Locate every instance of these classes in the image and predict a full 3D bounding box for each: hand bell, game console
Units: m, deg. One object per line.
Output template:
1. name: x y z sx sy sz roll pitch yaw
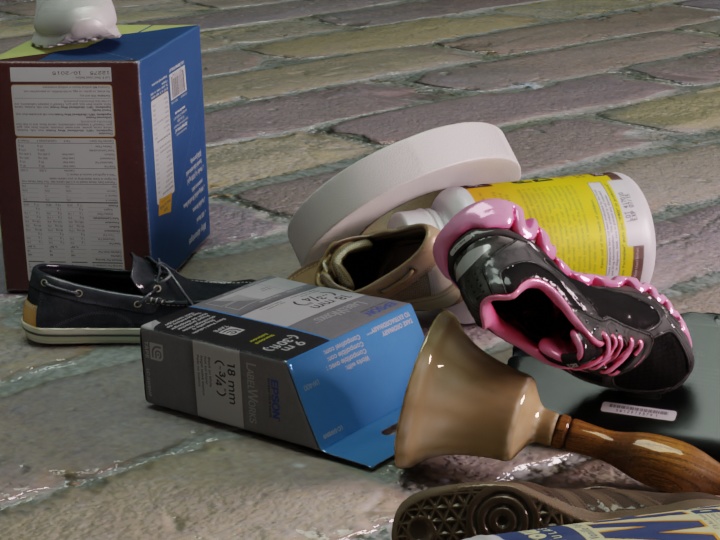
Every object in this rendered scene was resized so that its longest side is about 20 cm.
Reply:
1. hand bell: 0.131 0.103 1.057 0.199 0.104 0.104 17 21 14
2. game console: 0.212 0.085 1.185 0.199 0.117 0.176 6 48 22

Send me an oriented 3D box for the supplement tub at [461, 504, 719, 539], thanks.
1. supplement tub: 0.101 0.172 0.681 0.199 0.146 0.145 -5 17 -14

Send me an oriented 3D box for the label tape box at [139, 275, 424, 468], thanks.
1. label tape box: -0.031 0.064 1.188 0.199 0.064 0.144 11 21 36

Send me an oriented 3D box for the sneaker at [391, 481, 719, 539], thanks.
1. sneaker: 0.117 0.150 0.925 0.199 0.071 0.076 4 -2 6

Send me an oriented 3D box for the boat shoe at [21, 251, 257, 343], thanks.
1. boat shoe: -0.166 0.019 1.349 0.199 0.062 0.075 -2 15 -8

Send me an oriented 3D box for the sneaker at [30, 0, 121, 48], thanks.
1. sneaker: -0.253 -0.242 1.491 0.076 0.081 0.200 -5 18 -16

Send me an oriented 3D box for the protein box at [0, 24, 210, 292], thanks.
1. protein box: -0.224 -0.102 1.511 0.134 0.201 0.199 2 17 9

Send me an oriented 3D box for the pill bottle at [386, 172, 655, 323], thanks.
1. pill bottle: 0.125 -0.017 1.367 0.199 0.110 0.109 -6 17 -17

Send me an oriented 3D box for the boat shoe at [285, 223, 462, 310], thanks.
1. boat shoe: 0.000 0.000 1.285 0.200 0.071 0.064 -17 -39 42

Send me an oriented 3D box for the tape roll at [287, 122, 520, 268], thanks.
1. tape roll: 0.037 -0.054 1.415 0.202 0.037 0.203 -24 -17 -8

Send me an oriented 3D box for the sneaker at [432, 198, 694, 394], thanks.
1. sneaker: 0.132 0.037 1.051 0.200 0.079 0.095 27 24 -27
